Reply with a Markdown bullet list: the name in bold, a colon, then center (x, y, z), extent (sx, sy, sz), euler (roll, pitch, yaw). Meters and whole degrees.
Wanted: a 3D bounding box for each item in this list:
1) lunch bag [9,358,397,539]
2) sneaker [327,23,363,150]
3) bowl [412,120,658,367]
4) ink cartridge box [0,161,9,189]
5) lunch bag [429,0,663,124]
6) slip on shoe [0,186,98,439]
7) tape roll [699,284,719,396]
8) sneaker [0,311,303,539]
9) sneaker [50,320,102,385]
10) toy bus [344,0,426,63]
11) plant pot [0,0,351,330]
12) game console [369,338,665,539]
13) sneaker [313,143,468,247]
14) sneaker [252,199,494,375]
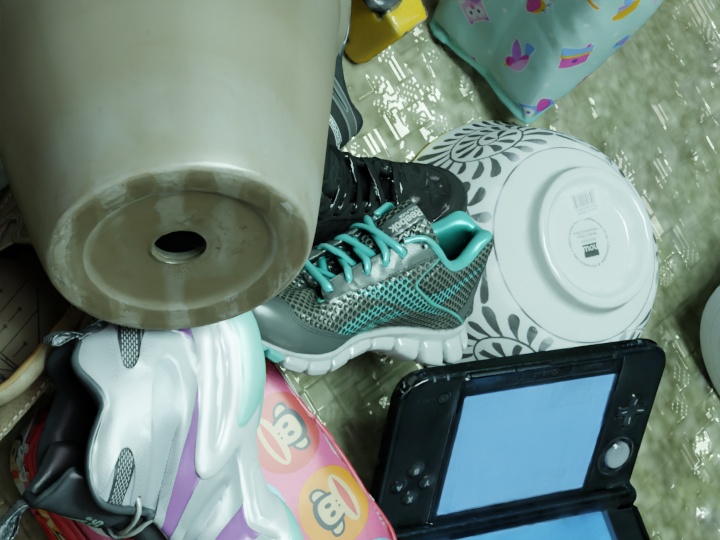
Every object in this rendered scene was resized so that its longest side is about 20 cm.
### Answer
- **lunch bag**: center (-0.093, 0.137, 0.827), extent (0.176, 0.082, 0.201), euler (-38, 96, -26)
- **sneaker**: center (-0.054, -0.160, 0.928), extent (0.082, 0.070, 0.202), euler (-20, 90, -43)
- **bowl**: center (0.124, -0.011, 0.971), extent (0.199, 0.094, 0.203), euler (7, 75, -28)
- **ink cartridge box**: center (-0.204, -0.143, 0.785), extent (0.200, 0.043, 0.200), euler (-46, 134, -46)
- **lunch bag**: center (0.159, -0.220, 0.990), extent (0.122, 0.171, 0.200), euler (45, 60, 10)
- **slip on shoe**: center (-0.158, 0.002, 0.750), extent (0.076, 0.061, 0.201), euler (37, 49, -9)
- **tape roll**: center (0.347, 0.038, 1.021), extent (0.139, 0.202, 0.203), euler (-43, 100, -30)
- **sneaker**: center (-0.104, 0.116, 0.720), extent (0.139, 0.077, 0.203), euler (-15, 94, -35)
- **sneaker**: center (-0.211, 0.022, 0.789), extent (0.199, 0.071, 0.113), euler (-34, 99, -29)
- **toy bus**: center (-0.022, -0.235, 0.960), extent (0.078, 0.065, 0.201), euler (-37, 96, -32)
- **plant pot**: center (-0.092, -0.076, 0.699), extent (0.198, 0.200, 0.175), euler (9, 51, -27)
- **game console**: center (0.113, 0.150, 0.908), extent (0.198, 0.116, 0.178), euler (-5, 122, -30)
- **sneaker**: center (-0.026, -0.046, 0.870), extent (0.197, 0.104, 0.061), euler (-7, 67, -11)
- **sneaker**: center (0.000, 0.000, 0.840), extent (0.077, 0.092, 0.199), euler (41, 26, 32)
